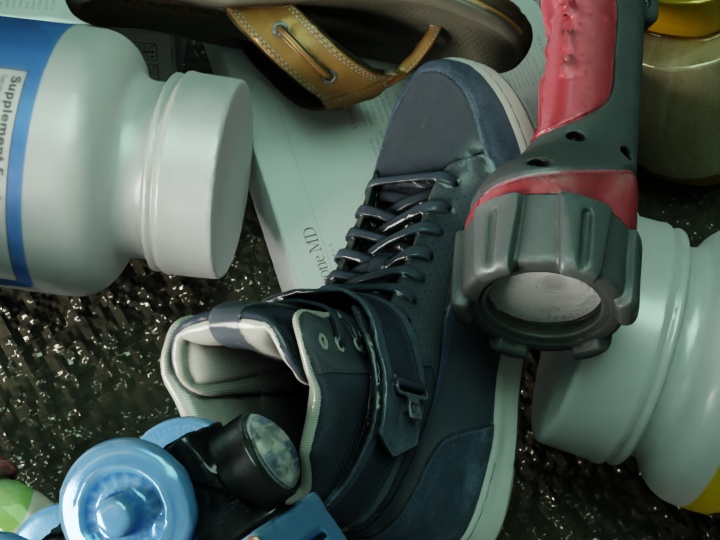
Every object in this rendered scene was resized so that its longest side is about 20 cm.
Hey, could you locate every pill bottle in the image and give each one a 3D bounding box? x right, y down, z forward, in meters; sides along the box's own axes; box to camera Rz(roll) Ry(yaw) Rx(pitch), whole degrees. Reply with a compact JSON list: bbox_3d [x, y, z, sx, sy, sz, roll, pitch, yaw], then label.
[{"bbox_3d":[-0.149,-0.049,0.800,0.199,0.112,0.113,7,60,5],"label":"pill bottle"},{"bbox_3d":[0.175,0.048,0.755,0.199,0.114,0.115,17,60,-3],"label":"pill bottle"}]

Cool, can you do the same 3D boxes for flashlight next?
[{"bbox_3d":[0.074,-0.066,0.721,0.068,0.068,0.201,-3,56,15],"label":"flashlight"}]

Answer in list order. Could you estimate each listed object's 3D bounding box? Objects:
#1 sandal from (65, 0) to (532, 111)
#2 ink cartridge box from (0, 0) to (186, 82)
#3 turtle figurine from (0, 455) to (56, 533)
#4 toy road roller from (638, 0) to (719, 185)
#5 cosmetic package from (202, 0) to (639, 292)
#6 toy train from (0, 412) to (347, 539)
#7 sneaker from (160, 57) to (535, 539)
[{"bbox_3d":[-0.029,-0.096,0.808,0.199,0.082,0.055,7,76,1],"label":"sandal"},{"bbox_3d":[-0.177,-0.147,0.899,0.199,0.050,0.110,4,60,0],"label":"ink cartridge box"},{"bbox_3d":[-0.205,0.076,0.755,0.194,0.200,0.144,43,42,-2],"label":"turtle figurine"},{"bbox_3d":[0.124,-0.148,0.882,0.145,0.123,0.201,8,58,18],"label":"toy road roller"},{"bbox_3d":[0.025,-0.055,0.856,0.150,0.052,0.201,-13,62,-12],"label":"cosmetic package"},{"bbox_3d":[-0.087,0.132,0.635,0.200,0.087,0.115,-36,83,14],"label":"toy train"},{"bbox_3d":[0.001,0.000,0.713,0.077,0.146,0.204,-9,70,38],"label":"sneaker"}]
